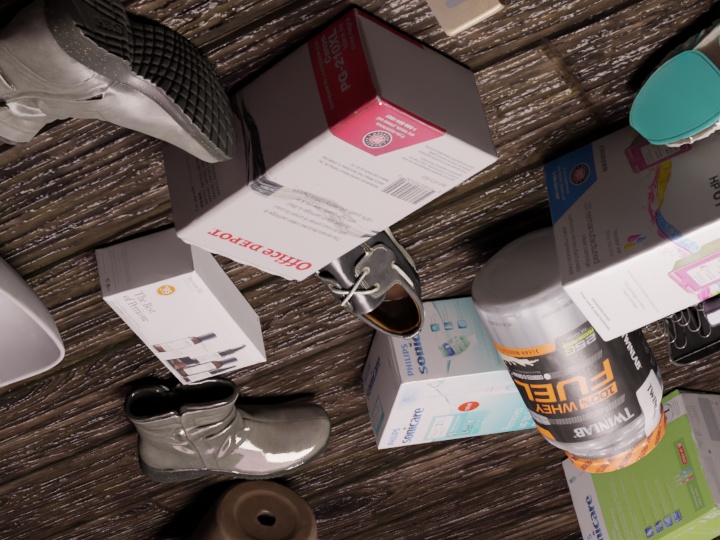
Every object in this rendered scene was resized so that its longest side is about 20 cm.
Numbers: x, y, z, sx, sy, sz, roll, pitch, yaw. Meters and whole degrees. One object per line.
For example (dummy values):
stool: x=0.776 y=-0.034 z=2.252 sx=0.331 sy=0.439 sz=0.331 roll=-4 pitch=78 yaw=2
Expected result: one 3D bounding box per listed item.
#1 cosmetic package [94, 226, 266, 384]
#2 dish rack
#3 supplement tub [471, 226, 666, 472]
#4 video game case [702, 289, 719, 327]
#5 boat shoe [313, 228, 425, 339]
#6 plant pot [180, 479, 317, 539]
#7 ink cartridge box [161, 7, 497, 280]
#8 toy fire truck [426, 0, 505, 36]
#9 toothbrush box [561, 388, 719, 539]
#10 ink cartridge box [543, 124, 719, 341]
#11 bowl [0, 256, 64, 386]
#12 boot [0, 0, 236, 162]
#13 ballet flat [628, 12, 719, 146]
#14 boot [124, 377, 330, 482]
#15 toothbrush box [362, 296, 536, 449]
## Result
cosmetic package: x=-0.148 y=0.032 z=1.513 sx=0.082 sy=0.051 sz=0.200 roll=-18 pitch=153 yaw=7
dish rack: x=0.321 y=0.019 z=1.698 sx=0.153 sy=0.055 sz=0.200 roll=-29 pitch=149 yaw=26
supplement tub: x=0.188 y=0.071 z=1.570 sx=0.122 sy=0.123 sz=0.201 roll=-22 pitch=116 yaw=17
video game case: x=0.338 y=-0.044 z=1.447 sx=0.142 sy=0.200 sz=0.019 roll=-25 pitch=119 yaw=21
boat shoe: x=0.000 y=0.000 z=1.503 sx=0.072 sy=0.068 sz=0.200 roll=-21 pitch=151 yaw=19
plant pot: x=-0.123 y=0.328 z=1.967 sx=0.199 sy=0.201 sz=0.175 roll=-1 pitch=134 yaw=-22
ink cartridge box: x=-0.025 y=-0.085 z=1.306 sx=0.200 sy=0.085 sz=0.144 roll=-31 pitch=148 yaw=29
toy fire truck: x=-0.019 y=-0.209 z=0.943 sx=0.128 sy=0.201 sz=0.176 roll=12 pitch=144 yaw=-39
toothbrush box: x=0.338 y=0.244 z=2.035 sx=0.086 sy=0.146 sz=0.200 roll=10 pitch=144 yaw=-39
ink cartridge box: x=0.256 y=-0.054 z=1.416 sx=0.199 sy=0.145 sz=0.085 roll=-24 pitch=133 yaw=20
bowl: x=-0.351 y=0.034 z=1.398 sx=0.199 sy=0.075 sz=0.200 roll=-18 pitch=153 yaw=7
boot: x=-0.185 y=-0.118 z=1.208 sx=0.130 sy=0.068 sz=0.200 roll=-22 pitch=145 yaw=26
ballet flat: x=0.283 y=-0.159 z=1.331 sx=0.071 sy=0.072 sz=0.200 roll=6 pitch=148 yaw=-32
boot: x=-0.123 y=0.146 z=1.714 sx=0.199 sy=0.068 sz=0.131 roll=-8 pitch=149 yaw=-9
toothbrush box: x=0.112 y=0.092 z=1.708 sx=0.199 sy=0.086 sz=0.147 roll=-5 pitch=151 yaw=-13
